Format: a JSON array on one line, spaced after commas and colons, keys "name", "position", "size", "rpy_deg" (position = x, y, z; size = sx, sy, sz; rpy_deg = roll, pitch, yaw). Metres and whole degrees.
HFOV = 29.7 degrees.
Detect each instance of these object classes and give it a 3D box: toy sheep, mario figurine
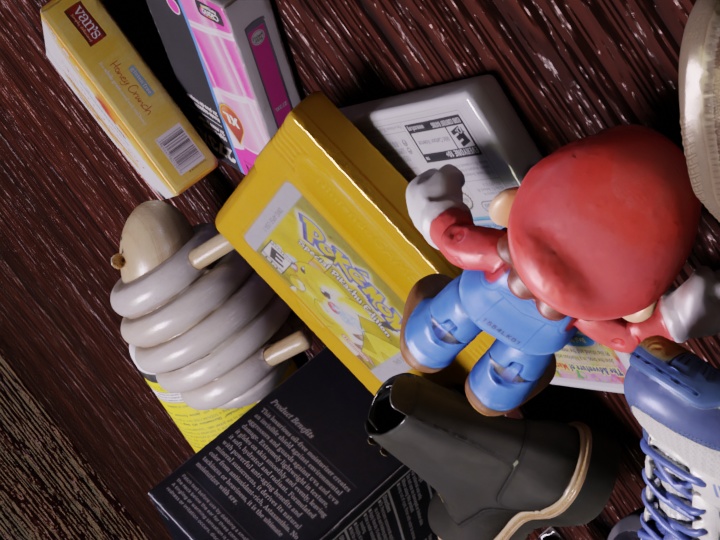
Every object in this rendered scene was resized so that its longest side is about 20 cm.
[{"name": "toy sheep", "position": [-0.107, 0.035, 0.996], "size": [0.200, 0.138, 0.138], "rpy_deg": [57, 158, -12]}, {"name": "mario figurine", "position": [0.092, -0.008, 0.605], "size": [0.200, 0.123, 0.106], "rpy_deg": [129, 139, -61]}]

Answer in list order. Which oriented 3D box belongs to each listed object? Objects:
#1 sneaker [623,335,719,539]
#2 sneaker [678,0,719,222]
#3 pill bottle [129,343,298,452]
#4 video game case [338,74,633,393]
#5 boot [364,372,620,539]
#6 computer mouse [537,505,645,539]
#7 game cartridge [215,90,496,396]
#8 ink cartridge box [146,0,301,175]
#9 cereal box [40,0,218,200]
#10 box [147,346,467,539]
[{"name": "sneaker", "position": [0.155, 0.107, 0.584], "size": [0.200, 0.088, 0.075], "rpy_deg": [47, 178, -39]}, {"name": "sneaker", "position": [0.169, -0.021, 0.463], "size": [0.075, 0.070, 0.200], "rpy_deg": [7, 141, 38]}, {"name": "pill bottle", "position": [-0.100, 0.112, 1.146], "size": [0.112, 0.112, 0.200], "rpy_deg": [17, 141, 56]}, {"name": "video game case", "position": [0.058, -0.015, 0.735], "size": [0.182, 0.024, 0.200], "rpy_deg": [56, 158, -16]}, {"name": "boot", "position": [0.049, 0.112, 0.823], "size": [0.138, 0.078, 0.200], "rpy_deg": [22, 150, -13]}, {"name": "computer mouse", "position": [0.174, 0.183, 0.786], "size": [0.139, 0.053, 0.200], "rpy_deg": [53, 157, 17]}, {"name": "game cartridge", "position": [0.000, 0.000, 0.787], "size": [0.176, 0.032, 0.200], "rpy_deg": [47, 159, -1]}, {"name": "ink cartridge box", "position": [-0.073, -0.106, 0.833], "size": [0.095, 0.037, 0.200], "rpy_deg": [34, 156, 37]}, {"name": "cereal box", "position": [-0.162, -0.115, 0.936], "size": [0.144, 0.040, 0.200], "rpy_deg": [53, 171, -8]}, {"name": "box", "position": [-0.018, 0.177, 0.968], "size": [0.123, 0.198, 0.200], "rpy_deg": [39, 157, 33]}]
